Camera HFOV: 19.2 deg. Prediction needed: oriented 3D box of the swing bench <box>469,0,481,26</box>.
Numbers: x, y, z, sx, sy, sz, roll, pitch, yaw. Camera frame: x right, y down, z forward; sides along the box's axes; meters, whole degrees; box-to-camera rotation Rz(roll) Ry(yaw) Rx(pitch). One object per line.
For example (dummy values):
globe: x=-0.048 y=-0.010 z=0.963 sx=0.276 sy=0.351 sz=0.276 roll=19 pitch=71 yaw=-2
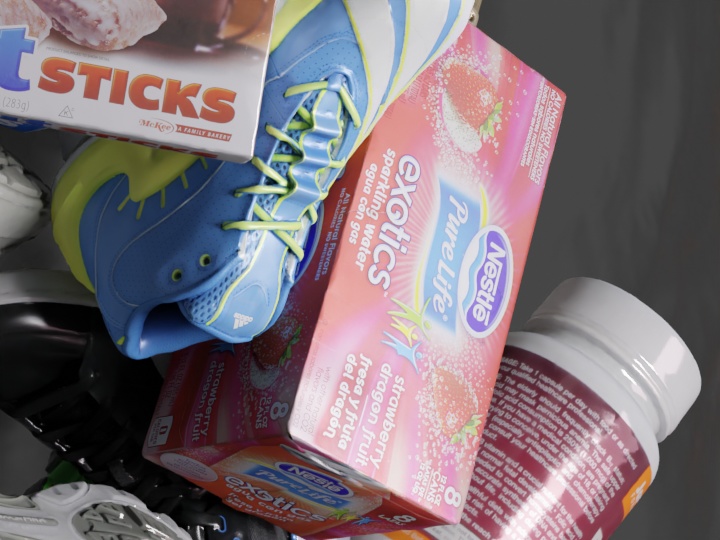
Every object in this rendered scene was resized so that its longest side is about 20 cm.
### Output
swing bench: x=0.002 y=-0.075 z=1.096 sx=0.200 sy=0.129 sz=0.200 roll=75 pitch=31 yaw=-50

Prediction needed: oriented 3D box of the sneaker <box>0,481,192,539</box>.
sneaker: x=-0.133 y=0.132 z=0.808 sx=0.199 sy=0.078 sz=0.100 roll=21 pitch=111 yaw=-30

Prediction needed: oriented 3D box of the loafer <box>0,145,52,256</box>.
loafer: x=-0.178 y=-0.023 z=0.787 sx=0.070 sy=0.070 sz=0.200 roll=-56 pitch=162 yaw=10

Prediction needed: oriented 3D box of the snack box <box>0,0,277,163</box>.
snack box: x=-0.129 y=-0.090 z=0.733 sx=0.024 sy=0.199 sz=0.072 roll=170 pitch=-71 yaw=-78

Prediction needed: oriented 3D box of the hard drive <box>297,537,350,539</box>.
hard drive: x=-0.046 y=0.197 z=1.066 sx=0.135 sy=0.042 sz=0.201 roll=180 pitch=-83 yaw=-72

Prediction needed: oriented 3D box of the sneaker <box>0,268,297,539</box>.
sneaker: x=-0.088 y=0.080 z=0.877 sx=0.200 sy=0.073 sz=0.112 roll=30 pitch=41 yaw=-47

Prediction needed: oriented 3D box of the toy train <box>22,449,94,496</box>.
toy train: x=-0.128 y=0.124 z=0.906 sx=0.056 sy=0.042 sz=0.200 roll=39 pitch=35 yaw=-11

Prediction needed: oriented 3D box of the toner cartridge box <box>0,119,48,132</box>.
toner cartridge box: x=-0.138 y=-0.162 z=0.802 sx=0.095 sy=0.043 sz=0.201 roll=15 pitch=80 yaw=-31

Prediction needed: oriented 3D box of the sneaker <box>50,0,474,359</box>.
sneaker: x=-0.028 y=-0.033 z=0.793 sx=0.076 sy=0.200 sz=0.105 roll=19 pitch=45 yaw=-48

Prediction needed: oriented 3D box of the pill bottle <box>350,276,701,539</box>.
pill bottle: x=0.082 y=0.106 z=1.105 sx=0.200 sy=0.114 sz=0.114 roll=-48 pitch=142 yaw=-22

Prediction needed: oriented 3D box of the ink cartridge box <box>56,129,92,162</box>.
ink cartridge box: x=-0.076 y=-0.117 z=0.852 sx=0.068 sy=0.200 sz=0.116 roll=7 pitch=52 yaw=-35

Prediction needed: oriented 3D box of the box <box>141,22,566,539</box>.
box: x=0.000 y=0.000 z=0.867 sx=0.095 sy=0.099 sz=0.201 roll=31 pitch=62 yaw=-31
